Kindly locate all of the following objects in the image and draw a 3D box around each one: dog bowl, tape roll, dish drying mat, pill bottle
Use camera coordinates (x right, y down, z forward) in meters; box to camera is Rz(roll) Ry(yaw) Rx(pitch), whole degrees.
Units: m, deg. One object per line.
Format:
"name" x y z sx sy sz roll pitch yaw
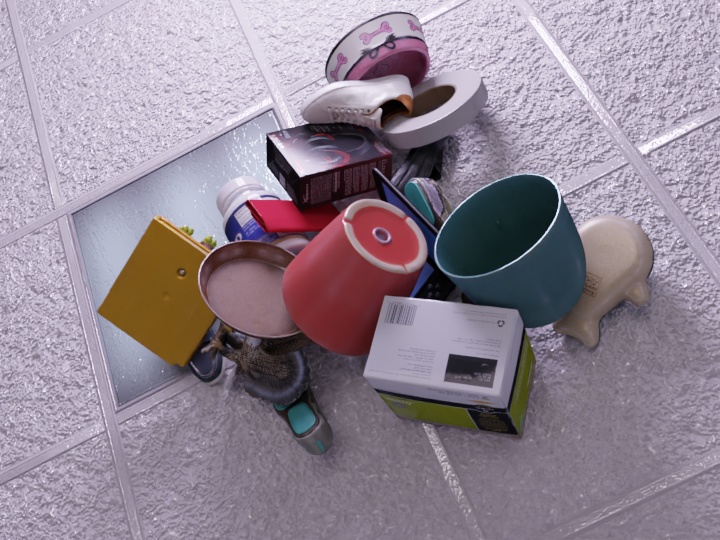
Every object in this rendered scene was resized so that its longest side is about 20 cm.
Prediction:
"dog bowl" 0.039 -0.370 1.695 0.200 0.200 0.074 -29 69 2
"tape roll" 0.128 -0.286 1.652 0.202 0.037 0.203 -24 28 13
"dish drying mat" -0.104 -0.092 1.600 0.077 0.200 0.018 49 121 29
"pill bottle" -0.171 -0.069 1.640 0.120 0.120 0.200 -35 56 -2

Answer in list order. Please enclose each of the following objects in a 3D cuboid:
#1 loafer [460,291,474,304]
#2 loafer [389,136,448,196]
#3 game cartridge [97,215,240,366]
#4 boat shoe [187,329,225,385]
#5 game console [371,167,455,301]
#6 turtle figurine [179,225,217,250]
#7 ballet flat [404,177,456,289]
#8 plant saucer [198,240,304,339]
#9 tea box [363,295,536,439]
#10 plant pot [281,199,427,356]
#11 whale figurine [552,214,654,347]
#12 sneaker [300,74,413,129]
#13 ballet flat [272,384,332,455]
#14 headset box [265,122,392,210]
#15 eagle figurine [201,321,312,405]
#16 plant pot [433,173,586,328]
"loafer" 0.207 -0.018 1.514 0.071 0.073 0.200 14 60 32
"loafer" 0.113 -0.186 1.644 0.070 0.068 0.201 38 65 -7
"game cartridge" -0.315 0.039 1.547 0.176 0.032 0.200 36 107 0
"boat shoe" -0.287 0.105 1.618 0.075 0.062 0.200 -25 57 5
"game console" 0.057 -0.033 1.507 0.176 0.116 0.200 -53 54 18
"turtle figurine" -0.282 0.000 1.654 0.064 0.199 0.161 -61 27 32
"ballet flat" 0.139 -0.066 1.554 0.072 0.072 0.201 -22 77 7
"plant saucer" -0.159 0.036 1.471 0.200 0.035 0.201 13 43 -13
"tea box" 0.137 0.143 1.367 0.199 0.197 0.134 6 65 21
"plant pot" 0.000 0.000 1.432 0.200 0.177 0.201 17 45 -19
"whale figurine" 0.368 0.016 1.431 0.159 0.104 0.201 24 97 29
"sneaker" -0.006 -0.281 1.628 0.199 0.073 0.085 -14 59 4
"ballet flat" -0.093 0.225 1.478 0.067 0.064 0.200 -35 29 -1
"headset box" -0.047 -0.197 1.650 0.199 0.075 0.149 -17 45 -22
"eagle figurine" -0.148 0.132 1.512 0.199 0.151 0.152 13 87 10
"plant pot" 0.233 -0.013 1.354 0.200 0.161 0.201 -28 33 20
